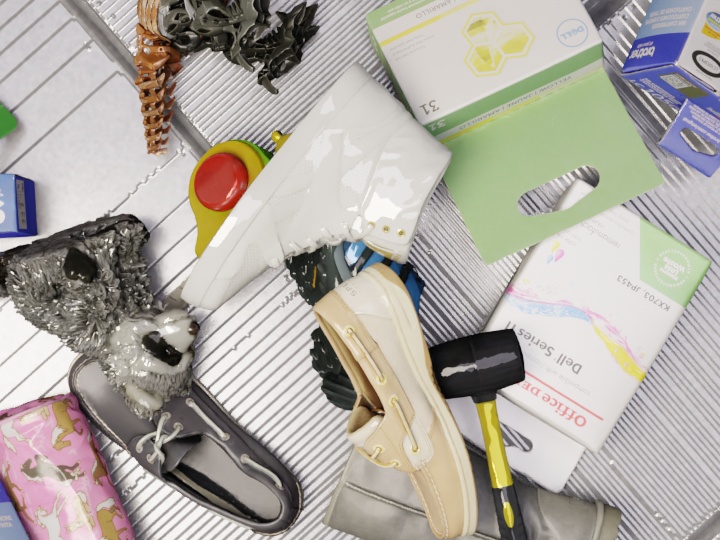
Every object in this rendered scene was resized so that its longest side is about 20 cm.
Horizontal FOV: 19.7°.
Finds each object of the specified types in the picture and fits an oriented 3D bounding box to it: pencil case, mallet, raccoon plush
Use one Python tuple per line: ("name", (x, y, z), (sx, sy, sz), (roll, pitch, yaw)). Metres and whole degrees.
("pencil case", (-0.204, 0.185, 1.466), (0.086, 0.083, 0.201), (-22, 90, 12))
("mallet", (0.087, 0.142, 1.430), (0.065, 0.041, 0.202), (-5, 94, 4))
("raccoon plush", (-0.198, 0.039, 1.465), (0.097, 0.199, 0.135), (-30, 107, -44))

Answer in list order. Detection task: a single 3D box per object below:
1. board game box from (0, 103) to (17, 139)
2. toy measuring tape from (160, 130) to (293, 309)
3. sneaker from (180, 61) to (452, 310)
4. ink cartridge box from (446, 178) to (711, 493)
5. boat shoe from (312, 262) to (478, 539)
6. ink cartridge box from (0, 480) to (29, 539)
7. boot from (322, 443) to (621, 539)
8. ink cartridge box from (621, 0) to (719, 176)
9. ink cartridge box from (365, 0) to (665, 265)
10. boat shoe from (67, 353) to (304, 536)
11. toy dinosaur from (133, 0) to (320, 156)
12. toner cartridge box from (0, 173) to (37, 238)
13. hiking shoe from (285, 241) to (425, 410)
("board game box", (-0.341, -0.148, 1.465), (0.200, 0.096, 0.030), (41, 129, 4))
("toy measuring tape", (-0.113, -0.033, 1.486), (0.200, 0.074, 0.074), (-43, 90, 15))
("sneaker", (-0.023, -0.029, 1.406), (0.115, 0.074, 0.200), (40, 90, -1))
("ink cartridge box", (0.149, 0.051, 1.479), (0.117, 0.067, 0.201), (31, 89, 1))
("boat shoe", (0.020, 0.098, 1.406), (0.069, 0.074, 0.201), (-24, 101, -16))
("ink cartridge box", (-0.280, 0.234, 1.420), (0.136, 0.076, 0.201), (-46, 64, 32))
("boot", (0.068, 0.208, 1.475), (0.199, 0.073, 0.183), (19, 82, -5))
("ink cartridge box", (0.274, -0.167, 1.441), (0.136, 0.076, 0.201), (29, 78, -22))
("ink cartridge box", (0.108, -0.123, 1.457), (0.145, 0.048, 0.201), (-24, 64, -1))
("boat shoe", (-0.126, 0.120, 1.477), (0.199, 0.063, 0.073), (36, 92, 1))
("toy dinosaur", (-0.111, -0.183, 1.481), (0.135, 0.102, 0.202), (14, 103, 24))
("toner cartridge box", (-0.334, -0.041, 1.463), (0.198, 0.095, 0.044), (-3, 88, -1))
("hiking shoe", (0.000, 0.000, 1.488), (0.086, 0.074, 0.202), (-5, 81, -31))
